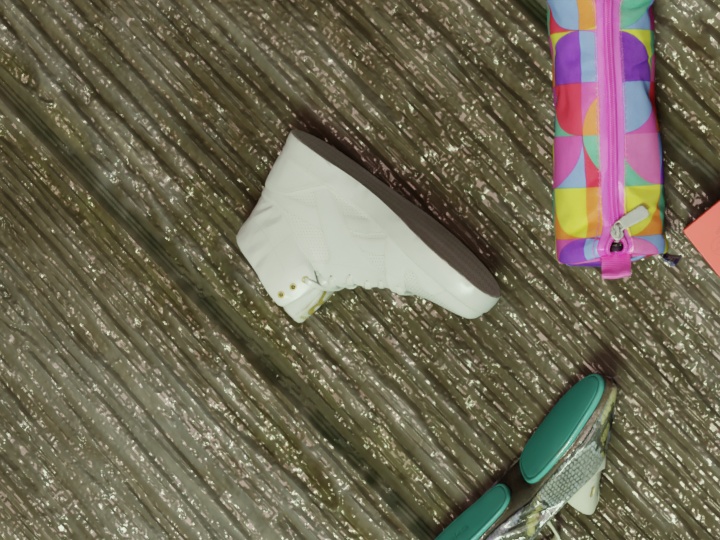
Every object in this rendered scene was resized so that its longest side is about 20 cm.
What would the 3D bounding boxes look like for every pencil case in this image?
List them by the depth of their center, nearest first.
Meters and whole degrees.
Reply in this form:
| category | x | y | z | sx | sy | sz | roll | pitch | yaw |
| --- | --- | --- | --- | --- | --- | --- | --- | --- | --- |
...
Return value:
| category | x | y | z | sx | sy | sz | roll | pitch | yaw |
| --- | --- | --- | --- | --- | --- | --- | --- | --- | --- |
| pencil case | 0.169 | -0.097 | 1.041 | 0.087 | 0.088 | 0.202 | -4 | 92 | 17 |

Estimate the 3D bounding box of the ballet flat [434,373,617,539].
| category | x | y | z | sx | sy | sz | roll | pitch | yaw |
| --- | --- | --- | --- | --- | --- | --- | --- | --- | --- |
| ballet flat | 0.128 | 0.161 | 1.086 | 0.072 | 0.072 | 0.201 | 43 | 104 | 10 |

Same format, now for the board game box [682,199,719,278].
| category | x | y | z | sx | sy | sz | roll | pitch | yaw |
| --- | --- | --- | --- | --- | --- | --- | --- | --- | --- |
| board game box | 0.340 | -0.032 | 1.015 | 0.200 | 0.040 | 0.153 | -41 | 82 | 15 |

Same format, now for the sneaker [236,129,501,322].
| category | x | y | z | sx | sy | sz | roll | pitch | yaw |
| --- | --- | --- | --- | --- | --- | --- | --- | --- | --- |
| sneaker | 0.000 | 0.000 | 1.107 | 0.199 | 0.074 | 0.116 | 38 | 105 | 21 |
